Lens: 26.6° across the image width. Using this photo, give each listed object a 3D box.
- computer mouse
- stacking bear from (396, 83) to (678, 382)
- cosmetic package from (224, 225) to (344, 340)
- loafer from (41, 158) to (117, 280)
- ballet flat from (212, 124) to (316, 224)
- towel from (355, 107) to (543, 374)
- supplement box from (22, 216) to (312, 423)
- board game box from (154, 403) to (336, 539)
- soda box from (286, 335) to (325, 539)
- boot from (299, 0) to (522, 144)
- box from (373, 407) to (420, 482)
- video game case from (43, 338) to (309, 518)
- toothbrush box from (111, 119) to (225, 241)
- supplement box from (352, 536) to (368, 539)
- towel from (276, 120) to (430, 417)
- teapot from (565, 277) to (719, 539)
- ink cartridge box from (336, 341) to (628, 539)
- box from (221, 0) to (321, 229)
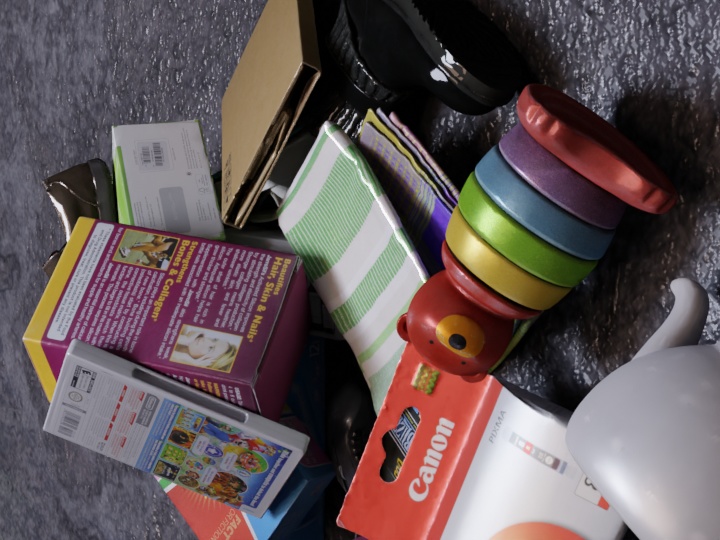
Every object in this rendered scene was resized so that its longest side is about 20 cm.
[{"bbox_3d":[-0.011,0.191,1.257,0.058,0.034,0.202,11,105,52],"label":"computer mouse"},{"bbox_3d":[0.104,-0.014,1.035,0.201,0.121,0.114,-55,9,18],"label":"stacking bear"},{"bbox_3d":[-0.062,0.008,1.358,0.199,0.050,0.083,7,101,53],"label":"cosmetic package"},{"bbox_3d":[-0.255,0.001,1.391,0.073,0.071,0.202,175,89,-76],"label":"loafer"},{"bbox_3d":[-0.072,-0.082,1.355,0.200,0.069,0.070,-21,79,57],"label":"ballet flat"},{"bbox_3d":[0.052,-0.017,1.168,0.201,0.023,0.144,54,152,14],"label":"towel"},{"bbox_3d":[-0.153,0.049,1.247,0.198,0.132,0.104,11,145,13],"label":"supplement box"},{"bbox_3d":[-0.123,0.155,1.354,0.200,0.040,0.153,49,126,23],"label":"board game box"},{"bbox_3d":[-0.076,0.153,1.390,0.068,0.064,0.202,14,108,51],"label":"soda box"},{"bbox_3d":[0.033,-0.139,1.179,0.211,0.079,0.159,55,131,43],"label":"boot"},{"bbox_3d":[0.073,0.183,1.209,0.200,0.049,0.160,54,133,33],"label":"box"},{"bbox_3d":[-0.152,0.131,1.226,0.143,0.199,0.018,121,170,-54],"label":"video game case"},{"bbox_3d":[-0.182,-0.018,1.417,0.201,0.085,0.146,100,159,-51],"label":"toothbrush box"},{"bbox_3d":[0.025,0.319,1.186,0.110,0.085,0.201,-144,31,-78],"label":"supplement box"},{"bbox_3d":[0.000,0.000,1.188,0.201,0.023,0.153,63,150,18],"label":"towel"},{"bbox_3d":[0.230,0.115,0.905,0.146,0.197,0.200,-43,88,6],"label":"teapot"},{"bbox_3d":[0.089,0.161,1.084,0.199,0.050,0.163,24,104,13],"label":"ink cartridge box"},{"bbox_3d":[-0.079,-0.156,1.288,0.201,0.021,0.164,-97,31,-54],"label":"box"}]
